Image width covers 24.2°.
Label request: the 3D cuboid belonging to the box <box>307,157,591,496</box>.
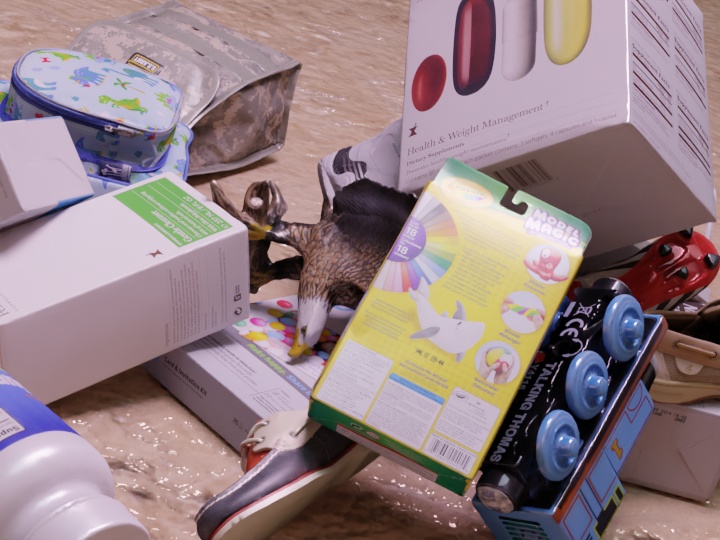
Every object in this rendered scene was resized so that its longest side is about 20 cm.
[{"bbox_3d":[0.061,0.031,1.086,0.117,0.048,0.200,27,69,6],"label":"box"}]

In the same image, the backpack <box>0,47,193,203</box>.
[{"bbox_3d":[-0.239,-0.097,1.366,0.200,0.147,0.183,11,23,-6],"label":"backpack"}]

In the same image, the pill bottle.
[{"bbox_3d":[-0.212,0.123,0.959,0.200,0.112,0.112,33,29,32],"label":"pill bottle"}]

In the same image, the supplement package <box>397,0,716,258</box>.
[{"bbox_3d":[0.147,-0.128,1.260,0.147,0.191,0.200,40,43,-44],"label":"supplement package"}]

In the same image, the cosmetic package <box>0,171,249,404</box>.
[{"bbox_3d":[-0.188,0.014,1.177,0.200,0.085,0.108,-23,41,-33],"label":"cosmetic package"}]

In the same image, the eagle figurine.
[{"bbox_3d":[-0.002,0.007,1.233,0.200,0.151,0.152,16,8,23],"label":"eagle figurine"}]

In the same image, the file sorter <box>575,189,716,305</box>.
[{"bbox_3d":[0.197,-0.059,1.432,0.139,0.125,0.200,-7,-30,43],"label":"file sorter"}]

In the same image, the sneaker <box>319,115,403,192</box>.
[{"bbox_3d":[0.050,-0.068,1.342,0.115,0.075,0.200,-34,34,-6],"label":"sneaker"}]

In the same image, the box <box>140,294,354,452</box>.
[{"bbox_3d":[-0.039,0.077,1.252,0.200,0.041,0.156,-8,34,-44],"label":"box"}]

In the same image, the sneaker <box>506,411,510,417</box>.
[{"bbox_3d":[0.118,0.096,1.269,0.086,0.078,0.200,6,26,-14],"label":"sneaker"}]

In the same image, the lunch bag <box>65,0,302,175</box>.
[{"bbox_3d":[-0.183,-0.166,1.587,0.164,0.118,0.200,28,33,23],"label":"lunch bag"}]

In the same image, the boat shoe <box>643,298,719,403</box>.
[{"bbox_3d":[0.280,0.058,1.270,0.200,0.065,0.071,-3,32,-37],"label":"boat shoe"}]

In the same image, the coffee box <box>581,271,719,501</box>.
[{"bbox_3d":[0.226,0.089,1.345,0.113,0.080,0.200,15,25,-3],"label":"coffee box"}]

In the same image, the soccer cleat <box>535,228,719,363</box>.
[{"bbox_3d":[0.188,0.030,1.282,0.200,0.085,0.069,-26,68,-20],"label":"soccer cleat"}]

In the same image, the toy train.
[{"bbox_3d":[0.143,0.099,1.143,0.087,0.114,0.200,3,46,40],"label":"toy train"}]

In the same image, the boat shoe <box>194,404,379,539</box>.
[{"bbox_3d":[-0.043,0.120,1.090,0.063,0.071,0.200,48,42,11],"label":"boat shoe"}]

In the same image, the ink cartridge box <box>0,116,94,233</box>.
[{"bbox_3d":[-0.307,-0.040,1.204,0.200,0.067,0.116,-23,2,18],"label":"ink cartridge box"}]
